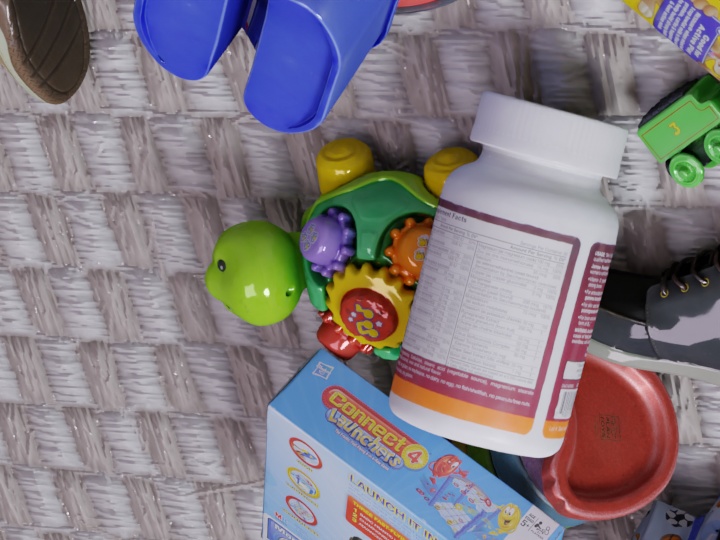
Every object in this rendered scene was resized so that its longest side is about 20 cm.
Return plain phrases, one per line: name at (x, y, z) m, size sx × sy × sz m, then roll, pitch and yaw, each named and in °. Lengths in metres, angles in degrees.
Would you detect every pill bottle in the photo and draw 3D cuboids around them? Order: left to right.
pill bottle at (0.091, 0.001, 1.585) m, size 0.109 × 0.110 × 0.201 m, roll 16°, pitch 94°, yaw 15°

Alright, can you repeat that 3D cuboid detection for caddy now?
caddy at (-0.049, -0.171, 1.526) m, size 0.141 × 0.105 × 0.200 m, roll 30°, pitch 157°, yaw 2°

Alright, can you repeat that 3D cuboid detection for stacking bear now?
stacking bear at (0.101, 0.120, 1.733) m, size 0.113 × 0.122 × 0.200 m, roll 8°, pitch 160°, yaw -36°

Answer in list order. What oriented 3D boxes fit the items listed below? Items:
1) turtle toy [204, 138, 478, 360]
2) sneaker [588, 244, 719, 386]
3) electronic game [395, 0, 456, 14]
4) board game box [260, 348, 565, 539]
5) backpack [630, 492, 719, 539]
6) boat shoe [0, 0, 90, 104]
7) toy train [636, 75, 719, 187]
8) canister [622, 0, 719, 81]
turtle toy at (0.000, 0.000, 1.690) m, size 0.199 × 0.101 × 0.146 m, roll 6°, pitch 128°, yaw 23°
sneaker at (0.206, 0.006, 1.622) m, size 0.199 × 0.075 × 0.107 m, roll 16°, pitch 120°, yaw 13°
electronic game at (0.002, -0.238, 1.543) m, size 0.199 × 0.042 × 0.201 m, roll 14°, pitch 130°, yaw 17°
board game box at (0.029, 0.171, 1.727) m, size 0.200 × 0.056 × 0.196 m, roll 36°, pitch 153°, yaw 16°
backpack at (0.220, 0.257, 1.731) m, size 0.153 × 0.200 × 0.191 m, roll 20°, pitch 139°, yaw 18°
boat shoe at (-0.236, -0.188, 1.679) m, size 0.076 × 0.072 × 0.201 m, roll 11°, pitch 142°, yaw 32°
toy train at (0.237, -0.114, 1.524) m, size 0.056 × 0.042 × 0.200 m, roll 51°, pitch 131°, yaw -2°
canister at (0.213, -0.173, 1.428) m, size 0.200 × 0.086 × 0.149 m, roll 41°, pitch 131°, yaw 13°
